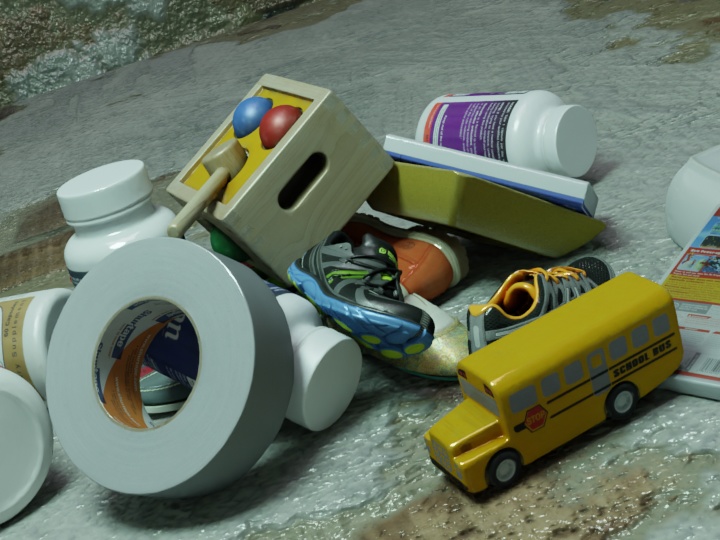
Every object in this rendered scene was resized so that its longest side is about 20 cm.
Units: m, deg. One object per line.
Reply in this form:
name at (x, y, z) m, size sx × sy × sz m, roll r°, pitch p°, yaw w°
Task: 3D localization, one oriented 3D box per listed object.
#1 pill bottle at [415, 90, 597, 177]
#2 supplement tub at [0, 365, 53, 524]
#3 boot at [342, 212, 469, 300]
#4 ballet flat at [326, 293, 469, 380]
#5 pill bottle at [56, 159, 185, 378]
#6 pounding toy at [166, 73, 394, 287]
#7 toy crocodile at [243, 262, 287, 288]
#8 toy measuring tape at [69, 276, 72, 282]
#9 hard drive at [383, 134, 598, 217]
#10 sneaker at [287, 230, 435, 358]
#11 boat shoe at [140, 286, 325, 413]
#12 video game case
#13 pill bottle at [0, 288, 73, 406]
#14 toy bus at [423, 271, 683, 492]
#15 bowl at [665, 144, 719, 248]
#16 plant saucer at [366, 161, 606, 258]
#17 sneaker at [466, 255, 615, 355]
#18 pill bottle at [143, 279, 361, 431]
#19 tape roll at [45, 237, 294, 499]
pill bottle at (0.164, -0.144, 1.504) m, size 0.199 × 0.114 × 0.112 m, roll 5°, pitch 30°, yaw 46°
supplement tub at (-0.366, 0.136, 1.169) m, size 0.139 × 0.142 × 0.199 m, roll -28°, pitch 23°, yaw -28°
boot at (0.000, 0.000, 1.330) m, size 0.198 × 0.076 × 0.107 m, roll 6°, pitch 35°, yaw 45°
ballet flat at (0.034, 0.048, 1.180) m, size 0.070 × 0.072 × 0.199 m, roll -29°, pitch 23°, yaw -30°
pill bottle at (-0.223, 0.002, 1.312) m, size 0.118 × 0.202 × 0.120 m, roll -15°, pitch 20°, yaw 6°
pounding toy at (-0.099, -0.084, 1.258) m, size 0.201 × 0.142 × 0.184 m, roll -50°, pitch 29°, yaw -8°
toy crocodile at (-0.094, -0.010, 1.361) m, size 0.067 × 0.061 × 0.202 m, roll -19°, pitch 43°, yaw 52°
toy measuring tape at (-0.295, 0.014, 1.519) m, size 0.073 × 0.074 × 0.200 m, roll -19°, pitch 18°, yaw -5°
hard drive at (0.130, -0.091, 1.314) m, size 0.198 × 0.026 × 0.132 m, roll 15°, pitch 0°, yaw 15°
sneaker at (0.004, 0.012, 1.130) m, size 0.083 × 0.071 × 0.199 m, roll -49°, pitch 32°, yaw -4°
boat shoe at (-0.129, 0.071, 1.257) m, size 0.198 × 0.062 × 0.073 m, roll -22°, pitch 23°, yaw -12°
video game case at (0.293, 0.020, 1.039) m, size 0.142 × 0.018 × 0.200 m, roll 7°, pitch 47°, yaw 49°
pill bottle at (-0.370, 0.088, 1.336) m, size 0.197 × 0.116 × 0.115 m, roll -9°, pitch 21°, yaw 21°
toy bus at (0.139, 0.081, 0.976) m, size 0.198 × 0.079 × 0.065 m, roll -26°, pitch 27°, yaw -18°
bowl at (0.383, -0.076, 1.207) m, size 0.198 × 0.075 × 0.200 m, roll -21°, pitch 20°, yaw -5°
plant saucer at (0.106, -0.059, 1.316) m, size 0.198 × 0.049 × 0.199 m, roll 15°, pitch 1°, yaw -34°
sneaker at (0.155, 0.030, 1.115) m, size 0.078 × 0.078 × 0.200 m, roll -2°, pitch 24°, yaw 39°
pill bottle at (-0.101, 0.061, 1.141) m, size 0.198 × 0.112 × 0.111 m, roll 22°, pitch 39°, yaw 29°
tape roll at (-0.153, 0.079, 1.063) m, size 0.198 × 0.203 × 0.066 m, roll -7°, pitch -15°, yaw 27°
